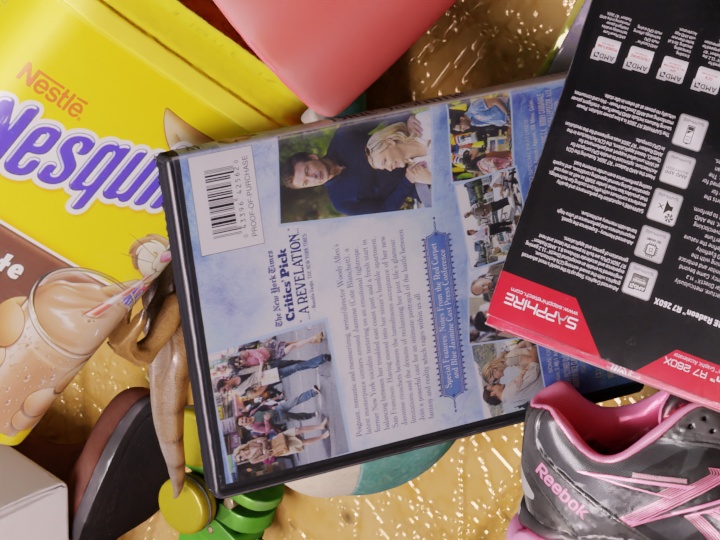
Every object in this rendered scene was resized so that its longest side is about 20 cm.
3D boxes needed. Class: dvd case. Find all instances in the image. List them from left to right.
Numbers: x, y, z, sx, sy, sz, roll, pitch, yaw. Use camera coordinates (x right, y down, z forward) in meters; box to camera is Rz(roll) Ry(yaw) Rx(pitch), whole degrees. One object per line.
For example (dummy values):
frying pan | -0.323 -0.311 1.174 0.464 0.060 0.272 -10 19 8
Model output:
dvd case | 0.021 0.003 0.869 0.018 0.199 0.144 -151 51 -65

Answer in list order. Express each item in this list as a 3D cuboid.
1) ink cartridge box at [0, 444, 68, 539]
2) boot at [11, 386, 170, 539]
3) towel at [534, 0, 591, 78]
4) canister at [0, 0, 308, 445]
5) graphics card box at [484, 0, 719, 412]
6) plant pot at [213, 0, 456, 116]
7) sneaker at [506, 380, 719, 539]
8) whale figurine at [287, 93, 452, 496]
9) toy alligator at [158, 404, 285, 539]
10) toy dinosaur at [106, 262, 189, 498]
ink cartridge box | -0.246 0.150 1.143 0.199 0.084 0.146 26 125 39
boot | -0.194 0.085 1.174 0.200 0.068 0.189 45 135 24
towel | 0.142 -0.018 0.899 0.200 0.023 0.144 45 126 15
canister | -0.134 -0.039 0.864 0.200 0.148 0.087 -50 39 10
graphics card box | 0.139 -0.053 0.827 0.125 0.051 0.201 20 96 30
plant pot | 0.002 -0.190 0.819 0.177 0.200 0.201 -34 85 9
sneaker | 0.155 0.082 0.862 0.198 0.079 0.096 -1 109 13
whale figurine | 0.000 0.000 0.961 0.159 0.103 0.202 147 120 -76
toy alligator | -0.065 0.122 1.077 0.054 0.059 0.201 23 119 28
toy dinosaur | -0.086 0.022 0.973 0.060 0.106 0.202 17 101 37
